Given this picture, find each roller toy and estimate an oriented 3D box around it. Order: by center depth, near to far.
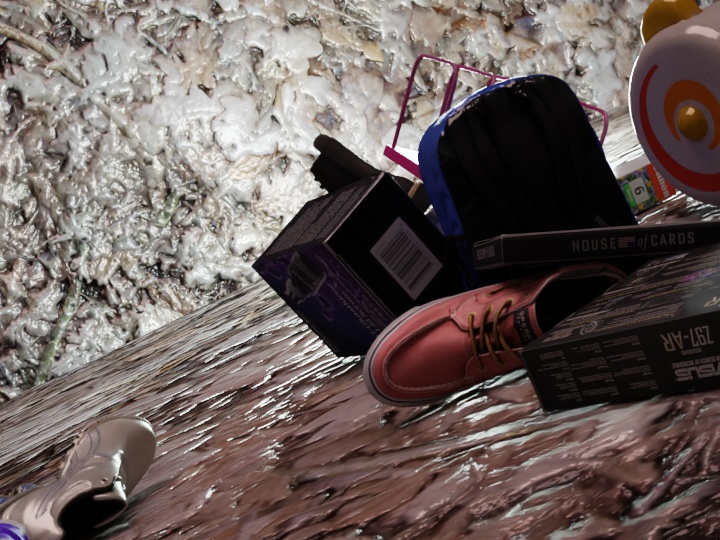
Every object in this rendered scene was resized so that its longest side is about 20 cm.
[{"bbox_3d":[0.357,-0.165,1.181,0.139,0.202,0.182,-28,34,-29],"label":"roller toy"}]

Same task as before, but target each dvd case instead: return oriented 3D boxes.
[{"bbox_3d":[0.193,-0.020,0.939,0.197,0.025,0.150,-5,-1,-2],"label":"dvd case"}]

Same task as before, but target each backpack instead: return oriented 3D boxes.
[{"bbox_3d":[0.134,-0.062,1.092,0.161,0.202,0.168,-25,5,-12],"label":"backpack"}]

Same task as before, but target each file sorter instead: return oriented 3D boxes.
[{"bbox_3d":[0.151,-0.149,1.340,0.198,0.127,0.139,12,12,-21],"label":"file sorter"}]

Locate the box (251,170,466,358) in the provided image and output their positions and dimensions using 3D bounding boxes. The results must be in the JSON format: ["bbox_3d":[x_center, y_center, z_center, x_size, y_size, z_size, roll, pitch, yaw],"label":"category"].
[{"bbox_3d":[0.000,0.000,1.250,0.105,0.148,0.199,-49,14,-23],"label":"box"}]

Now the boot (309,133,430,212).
[{"bbox_3d":[-0.001,-0.074,1.341,0.078,0.137,0.200,-58,-2,-27],"label":"boot"}]

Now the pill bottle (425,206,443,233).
[{"bbox_3d":[0.122,-0.036,1.367,0.112,0.114,0.200,-23,5,11],"label":"pill bottle"}]

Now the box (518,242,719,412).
[{"bbox_3d":[0.218,0.021,0.738,0.159,0.044,0.199,-29,7,-40],"label":"box"}]

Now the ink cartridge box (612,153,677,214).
[{"bbox_3d":[0.312,-0.094,1.445,0.198,0.051,0.109,-25,5,-15],"label":"ink cartridge box"}]

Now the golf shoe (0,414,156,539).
[{"bbox_3d":[-0.217,0.187,1.017,0.096,0.079,0.200,0,23,31],"label":"golf shoe"}]

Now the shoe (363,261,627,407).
[{"bbox_3d":[0.099,0.043,0.896,0.198,0.072,0.091,-21,-1,-13],"label":"shoe"}]

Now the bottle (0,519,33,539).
[{"bbox_3d":[-0.263,0.218,0.827,0.083,0.066,0.200,-25,5,-1],"label":"bottle"}]
